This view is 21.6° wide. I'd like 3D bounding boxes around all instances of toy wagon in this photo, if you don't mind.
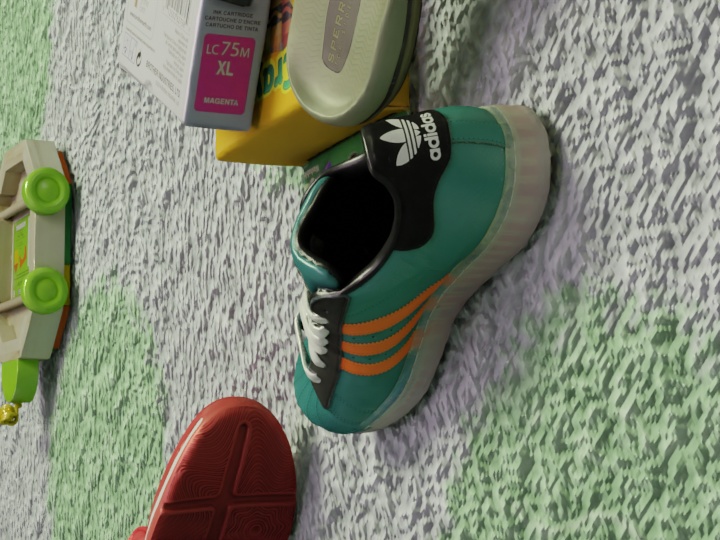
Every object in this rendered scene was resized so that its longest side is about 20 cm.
[{"bbox_3d":[-0.243,0.011,1.362,0.155,0.039,0.202,165,106,-65],"label":"toy wagon"}]

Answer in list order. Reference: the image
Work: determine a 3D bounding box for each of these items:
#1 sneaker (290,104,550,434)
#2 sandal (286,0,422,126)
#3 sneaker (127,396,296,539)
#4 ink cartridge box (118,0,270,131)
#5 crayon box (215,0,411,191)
[{"bbox_3d":[0.000,0.000,0.767,0.200,0.079,0.072,121,144,-47],"label":"sneaker"},{"bbox_3d":[-0.006,-0.148,0.732,0.080,0.057,0.203,35,126,45],"label":"sandal"},{"bbox_3d":[-0.094,0.135,0.969,0.116,0.078,0.202,51,131,54],"label":"sneaker"},{"bbox_3d":[-0.068,-0.176,0.870,0.119,0.042,0.202,-138,53,-61],"label":"ink cartridge box"},{"bbox_3d":[-0.025,-0.129,0.877,0.126,0.051,0.202,159,112,-64],"label":"crayon box"}]
